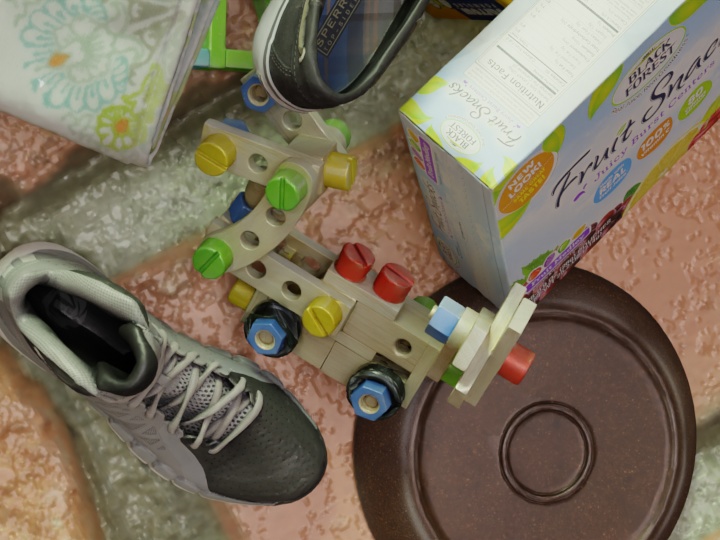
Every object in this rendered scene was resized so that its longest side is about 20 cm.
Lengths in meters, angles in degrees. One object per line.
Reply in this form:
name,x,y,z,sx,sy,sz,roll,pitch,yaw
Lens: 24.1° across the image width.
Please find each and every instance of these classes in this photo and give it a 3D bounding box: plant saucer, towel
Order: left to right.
towel,-0.150,-0.155,0.733,0.199,0.048,0.172,24,113,-5
plant saucer,0.096,0.096,0.910,0.199,0.034,0.202,0,92,-13

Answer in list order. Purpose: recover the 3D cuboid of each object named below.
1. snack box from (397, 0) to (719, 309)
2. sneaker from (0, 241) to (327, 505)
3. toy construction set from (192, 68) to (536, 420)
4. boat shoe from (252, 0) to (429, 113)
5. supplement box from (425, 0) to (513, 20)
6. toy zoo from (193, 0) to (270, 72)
snack box,0.118,-0.089,0.835,0.068,0.169,0.200,41,78,22
sneaker,-0.095,0.060,0.819,0.199,0.115,0.075,33,85,-12
toy construction set,0.000,0.000,0.828,0.200,0.092,0.132,39,123,16
boat shoe,0.020,-0.158,0.734,0.070,0.066,0.201,34,85,-27
supplement box,0.012,-0.218,0.817,0.199,0.109,0.110,31,85,-26
toy zoo,-0.124,-0.168,0.824,0.199,0.020,0.132,2,91,-30
